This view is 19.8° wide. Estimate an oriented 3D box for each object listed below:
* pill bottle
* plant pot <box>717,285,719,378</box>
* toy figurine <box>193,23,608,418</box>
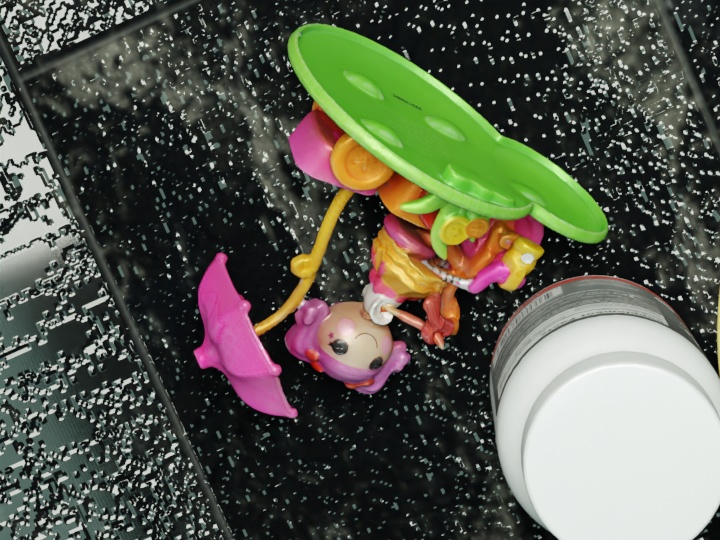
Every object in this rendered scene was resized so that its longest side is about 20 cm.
[{"bbox_3d":[0.123,0.073,1.027,0.115,0.200,0.117,0,99,2],"label":"pill bottle"},{"bbox_3d":[0.304,0.019,1.026,0.188,0.201,0.202,8,99,-14],"label":"plant pot"},{"bbox_3d":[0.000,0.000,1.078,0.199,0.150,0.184,25,114,-26],"label":"toy figurine"}]
